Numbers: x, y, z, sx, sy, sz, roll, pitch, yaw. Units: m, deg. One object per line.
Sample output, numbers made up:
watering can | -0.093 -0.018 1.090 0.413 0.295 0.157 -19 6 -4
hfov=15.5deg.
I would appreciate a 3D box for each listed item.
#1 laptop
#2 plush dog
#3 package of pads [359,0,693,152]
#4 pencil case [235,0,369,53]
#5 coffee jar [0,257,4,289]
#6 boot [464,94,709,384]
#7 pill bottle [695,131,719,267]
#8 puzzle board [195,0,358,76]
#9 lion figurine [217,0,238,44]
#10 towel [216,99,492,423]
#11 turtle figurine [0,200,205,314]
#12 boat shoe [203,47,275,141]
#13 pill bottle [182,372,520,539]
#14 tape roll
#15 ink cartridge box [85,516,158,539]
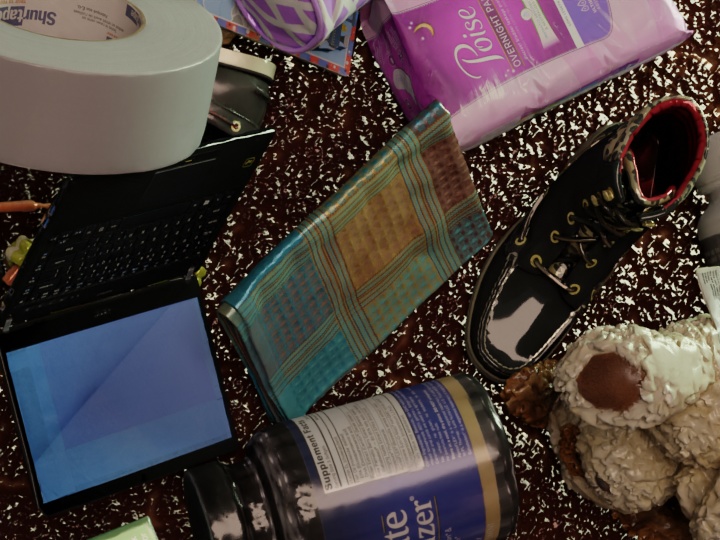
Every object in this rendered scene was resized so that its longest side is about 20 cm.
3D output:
laptop | -0.125 0.029 1.616 0.177 0.201 0.103 -17 57 -47
plush dog | 0.191 0.098 1.708 0.200 0.171 0.161 48 49 -14
package of pads | 0.110 -0.167 1.773 0.199 0.076 0.121 -26 86 -13
pencil case | -0.002 -0.223 1.716 0.086 0.084 0.200 45 53 0
coffee jar | -0.288 -0.066 1.664 0.085 0.104 0.202 -15 85 9
boot | 0.146 -0.024 1.719 0.073 0.154 0.204 35 77 -4
pill bottle | 0.291 -0.002 1.765 0.112 0.113 0.201 -18 86 -13
puzzle board | -0.044 -0.245 1.740 0.150 0.017 0.202 18 76 -45
lion figurine | -0.111 -0.252 1.739 0.122 0.072 0.201 18 86 6
towel | 0.000 0.000 1.704 0.200 0.147 0.022 -43 54 -14
turtle figurine | -0.182 0.022 1.682 0.199 0.064 0.163 4 88 -48
boat shoe | -0.157 -0.126 1.715 0.200 0.074 0.064 14 83 -7
pill bottle | -0.007 0.143 1.688 0.198 0.112 0.113 -15 85 -12
tape roll | -0.185 -0.128 1.577 0.199 0.201 0.067 8 114 -10
ink cartridge box | -0.212 0.229 1.618 0.199 0.145 0.088 -23 86 -13
